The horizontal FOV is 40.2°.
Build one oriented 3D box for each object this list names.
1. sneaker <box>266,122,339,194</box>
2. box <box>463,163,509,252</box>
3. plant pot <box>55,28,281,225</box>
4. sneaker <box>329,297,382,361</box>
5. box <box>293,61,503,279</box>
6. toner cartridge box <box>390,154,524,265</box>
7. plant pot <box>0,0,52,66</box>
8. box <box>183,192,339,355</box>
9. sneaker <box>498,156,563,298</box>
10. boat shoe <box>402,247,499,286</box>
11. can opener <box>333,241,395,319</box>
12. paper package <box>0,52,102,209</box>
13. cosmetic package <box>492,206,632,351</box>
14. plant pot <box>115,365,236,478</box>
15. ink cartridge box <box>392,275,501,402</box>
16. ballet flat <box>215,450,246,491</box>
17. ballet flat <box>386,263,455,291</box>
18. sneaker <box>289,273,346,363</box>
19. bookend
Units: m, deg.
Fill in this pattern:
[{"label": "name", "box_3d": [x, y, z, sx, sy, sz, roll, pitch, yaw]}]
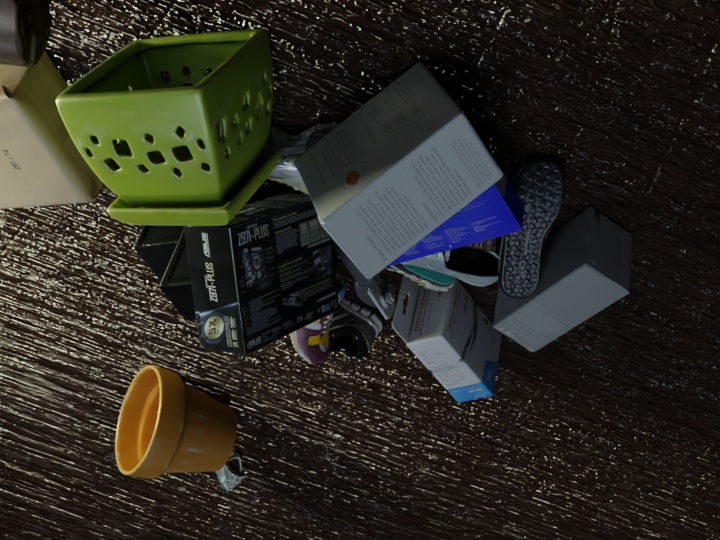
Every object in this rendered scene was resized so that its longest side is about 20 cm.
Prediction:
[{"label": "sneaker", "box_3d": [-0.094, -0.137, 1.312, 0.196, 0.079, 0.100, 4, 147, 19]}, {"label": "box", "box_3d": [0.091, -0.097, 1.296, 0.196, 0.076, 0.101, 11, 142, 10]}, {"label": "plant pot", "box_3d": [-0.212, -0.164, 1.178, 0.196, 0.200, 0.184, 2, 123, 20]}, {"label": "sneaker", "box_3d": [-0.062, 0.082, 1.558, 0.197, 0.089, 0.074, 24, 142, -11]}, {"label": "box", "box_3d": [0.040, -0.119, 1.155, 0.199, 0.153, 0.107, -37, 127, 8]}, {"label": "toner cartridge box", "box_3d": [0.097, -0.072, 1.232, 0.197, 0.044, 0.095, -15, 130, 31]}, {"label": "plant pot", "box_3d": [-0.465, -0.324, 1.126, 0.194, 0.203, 0.202, 10, 143, -4]}, {"label": "box", "box_3d": [-0.125, -0.001, 1.295, 0.085, 0.199, 0.167, 6, 109, 36]}, {"label": "sneaker", "box_3d": [0.215, -0.061, 1.298, 0.070, 0.083, 0.203, 12, 116, 1]}, {"label": "boat shoe", "box_3d": [0.112, -0.033, 1.357, 0.198, 0.071, 0.071, 20, 168, -15]}, {"label": "can opener", "box_3d": [0.000, 0.000, 1.464, 0.065, 0.053, 0.201, -6, 137, 26]}, {"label": "paper package", "box_3d": [-0.475, -0.189, 1.357, 0.187, 0.105, 0.201, -3, 140, 22]}, {"label": "cosmetic package", "box_3d": [0.274, 0.015, 1.343, 0.089, 0.108, 0.199, 31, 142, -19]}, {"label": "plant pot", "box_3d": [-0.340, 0.300, 1.862, 0.181, 0.204, 0.199, 19, 146, -31]}, {"label": "ink cartridge box", "box_3d": [0.134, 0.092, 1.479, 0.066, 0.117, 0.200, -14, 134, 33]}, {"label": "ballet flat", "box_3d": [-0.287, 0.387, 2.050, 0.070, 0.073, 0.202, 3, 143, 16]}, {"label": "ballet flat", "box_3d": [0.048, -0.026, 1.405, 0.198, 0.077, 0.064, 33, 164, -14]}, {"label": "sneaker", "box_3d": [-0.060, 0.055, 1.456, 0.088, 0.075, 0.203, -3, 125, 18]}, {"label": "bookend", "box_3d": [-0.245, -0.022, 1.402, 0.196, 0.201, 0.093, -5, 138, 26]}]
